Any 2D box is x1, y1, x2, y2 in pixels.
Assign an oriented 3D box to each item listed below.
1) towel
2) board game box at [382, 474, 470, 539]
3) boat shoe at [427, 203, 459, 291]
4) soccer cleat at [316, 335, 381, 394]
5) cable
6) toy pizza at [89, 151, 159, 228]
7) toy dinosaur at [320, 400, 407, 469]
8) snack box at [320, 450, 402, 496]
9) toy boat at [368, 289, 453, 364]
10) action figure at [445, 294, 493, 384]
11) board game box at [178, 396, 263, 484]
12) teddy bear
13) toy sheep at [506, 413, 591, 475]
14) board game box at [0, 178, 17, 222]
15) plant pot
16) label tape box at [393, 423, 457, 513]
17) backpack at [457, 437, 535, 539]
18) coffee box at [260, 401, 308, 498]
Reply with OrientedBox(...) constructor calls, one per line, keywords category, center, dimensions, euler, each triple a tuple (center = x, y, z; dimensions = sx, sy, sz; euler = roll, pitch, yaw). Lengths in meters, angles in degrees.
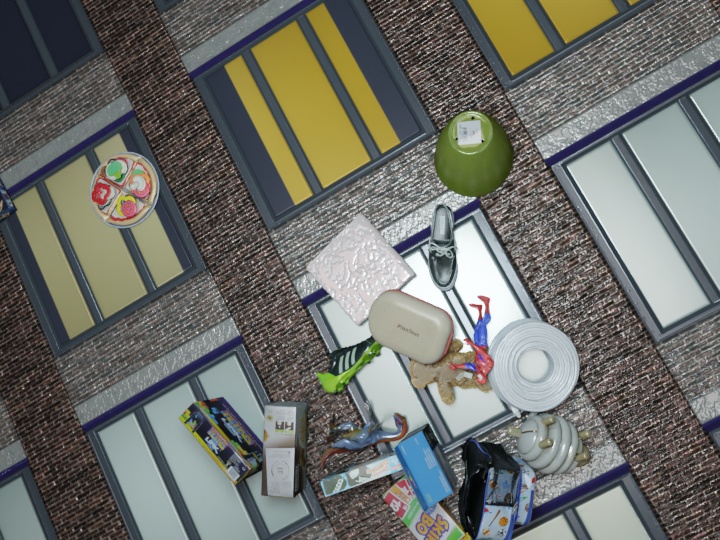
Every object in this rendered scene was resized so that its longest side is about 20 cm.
OrientedBox(category="towel", center=(0.000, 0.000, 1.633), dimensions=(0.191, 0.032, 0.200), euler=(-43, 78, 6))
OrientedBox(category="board game box", center=(0.149, 0.556, 1.547), dimensions=(0.096, 0.030, 0.200), euler=(-45, 80, 14))
OrientedBox(category="boat shoe", center=(0.191, -0.054, 1.580), dimensions=(0.073, 0.068, 0.201), euler=(4, 86, 12))
OrientedBox(category="soccer cleat", center=(-0.021, 0.201, 1.604), dimensions=(0.200, 0.067, 0.081), euler=(-45, 65, 5))
OrientedBox(category="cable", center=(0.375, 0.208, 1.500), dimensions=(0.200, 0.069, 0.200), euler=(-42, 90, 0))
OrientedBox(category="toy pizza", center=(-0.617, -0.211, 1.779), dimensions=(0.198, 0.032, 0.202), euler=(-1, 84, 12))
OrientedBox(category="toy dinosaur", center=(0.012, 0.378, 1.592), dimensions=(0.180, 0.105, 0.201), euler=(12, 125, 0))
OrientedBox(category="snack box", center=(0.018, 0.449, 1.543), dimensions=(0.199, 0.116, 0.037), euler=(-22, 81, 8))
OrientedBox(category="toy boat", center=(0.119, 0.119, 1.547), dimensions=(0.199, 0.131, 0.132), euler=(24, 103, 18))
OrientedBox(category="action figure", center=(0.240, 0.152, 1.504), dimensions=(0.098, 0.065, 0.202), euler=(9, 58, -15))
OrientedBox(category="board game box", center=(-0.306, 0.388, 1.590), dimensions=(0.057, 0.165, 0.200), euler=(-45, 78, 6))
OrientedBox(category="teddy bear", center=(0.211, 0.227, 1.558), dimensions=(0.198, 0.067, 0.146), euler=(-17, 86, 2))
OrientedBox(category="toy sheep", center=(0.401, 0.367, 1.458), dimensions=(0.199, 0.138, 0.139), euler=(26, 90, -10))
OrientedBox(category="board game box", center=(-1.045, -0.165, 1.861), dimensions=(0.199, 0.035, 0.136), euler=(-34, 79, 7))
OrientedBox(category="plant pot", center=(0.247, -0.275, 1.522), dimensions=(0.185, 0.200, 0.189), euler=(-1, 85, 11))
OrientedBox(category="label tape box", center=(0.144, 0.419, 1.477), dimensions=(0.063, 0.200, 0.145), euler=(-29, 80, 8))
OrientedBox(category="backpack", center=(0.281, 0.476, 1.462), dimensions=(0.153, 0.200, 0.192), euler=(14, 91, -1))
OrientedBox(category="coffee box", center=(-0.173, 0.410, 1.587), dimensions=(0.079, 0.114, 0.202), euler=(1, 84, 11))
